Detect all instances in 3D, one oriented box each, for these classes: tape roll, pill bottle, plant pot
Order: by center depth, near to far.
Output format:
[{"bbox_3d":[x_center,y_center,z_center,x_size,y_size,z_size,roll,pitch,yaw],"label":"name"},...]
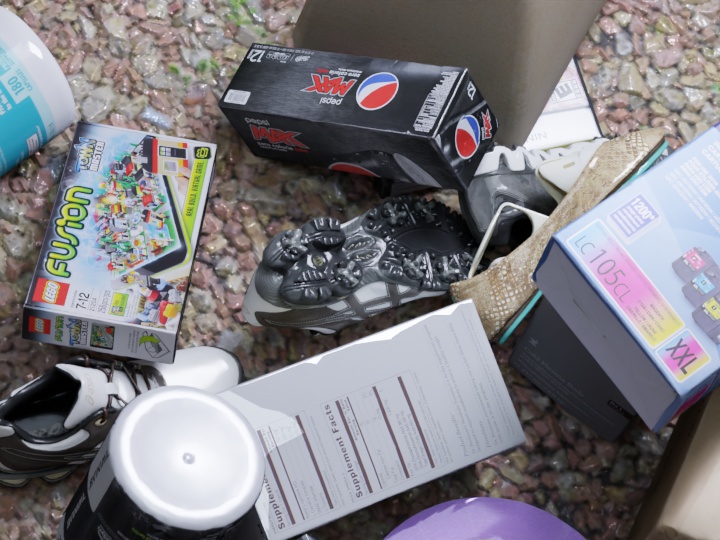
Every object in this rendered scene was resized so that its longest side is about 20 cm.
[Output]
[{"bbox_3d":[-0.142,0.167,1.507,0.106,0.200,0.107,12,55,-17],"label":"pill bottle"},{"bbox_3d":[0.085,0.262,1.570,0.199,0.066,0.201,2,68,-6],"label":"tape roll"},{"bbox_3d":[-0.315,-0.097,1.651,0.200,0.111,0.111,-39,77,-19],"label":"pill bottle"},{"bbox_3d":[0.086,-0.244,1.692,0.199,0.177,0.200,28,66,6],"label":"plant pot"}]

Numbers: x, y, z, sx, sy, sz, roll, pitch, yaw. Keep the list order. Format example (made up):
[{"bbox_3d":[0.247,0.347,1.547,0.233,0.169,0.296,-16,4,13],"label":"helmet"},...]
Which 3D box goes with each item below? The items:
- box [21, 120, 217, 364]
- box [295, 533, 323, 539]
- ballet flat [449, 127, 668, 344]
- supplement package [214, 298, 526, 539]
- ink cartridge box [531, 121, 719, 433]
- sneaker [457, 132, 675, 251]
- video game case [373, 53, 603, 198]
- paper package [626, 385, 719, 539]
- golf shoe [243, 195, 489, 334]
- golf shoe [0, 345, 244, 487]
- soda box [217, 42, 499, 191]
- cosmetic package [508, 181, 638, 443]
[{"bbox_3d":[-0.172,-0.023,1.637,0.110,0.035,0.200,10,45,-2],"label":"box"},{"bbox_3d":[-0.078,0.294,1.509,0.200,0.050,0.158,-32,72,6],"label":"box"},{"bbox_3d":[0.137,-0.039,1.618,0.065,0.071,0.200,40,84,3],"label":"ballet flat"},{"bbox_3d":[-0.007,0.110,1.576,0.199,0.114,0.110,-20,85,-20],"label":"supplement package"},{"bbox_3d":[0.232,-0.010,1.480,0.200,0.076,0.137,-33,77,-21],"label":"ink cartridge box"},{"bbox_3d":[0.157,-0.051,1.700,0.199,0.066,0.091,-5,79,-28],"label":"sneaker"},{"bbox_3d":[0.075,-0.167,1.767,0.180,0.026,0.201,-13,70,-11],"label":"video game case"},{"bbox_3d":[0.265,0.144,1.570,0.103,0.191,0.200,26,66,5],"label":"paper package"},{"bbox_3d":[0.000,0.000,1.661,0.199,0.094,0.078,-5,65,-35],"label":"golf shoe"},{"bbox_3d":[-0.172,0.096,1.596,0.199,0.095,0.078,-20,70,-15],"label":"golf shoe"},{"bbox_3d":[-0.002,-0.114,1.664,0.199,0.071,0.063,11,62,35],"label":"soda box"},{"bbox_3d":[0.186,0.033,1.601,0.107,0.200,0.090,38,69,10],"label":"cosmetic package"}]
